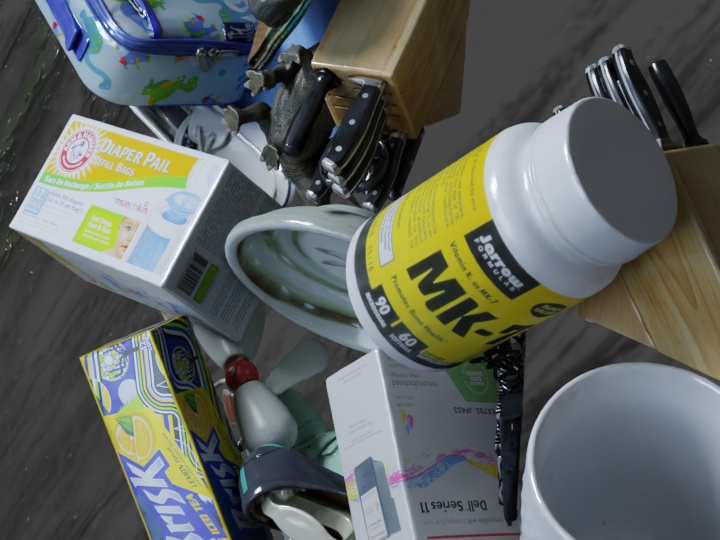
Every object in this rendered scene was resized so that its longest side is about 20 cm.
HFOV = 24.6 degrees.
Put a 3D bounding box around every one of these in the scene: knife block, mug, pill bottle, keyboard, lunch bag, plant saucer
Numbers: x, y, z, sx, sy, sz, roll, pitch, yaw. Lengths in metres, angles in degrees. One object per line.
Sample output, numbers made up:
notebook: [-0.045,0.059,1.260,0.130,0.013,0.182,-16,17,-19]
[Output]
knife block: [0.011,-0.147,1.123,0.063,0.175,0.202,12,107,23]
mug: [0.195,0.174,1.032,0.198,0.148,0.176,16,144,13]
pill bottle: [0.092,-0.021,1.024,0.200,0.114,0.115,-32,75,44]
knife block: [0.204,-0.040,1.032,0.199,0.064,0.177,27,118,41]
keyboard: [0.090,0.090,1.103,0.039,0.200,0.105,3,100,5]
lunch bag: [-0.179,-0.219,1.331,0.201,0.160,0.083,58,134,32]
plant saucer: [0.000,0.000,1.209,0.199,0.200,0.051,-5,56,48]

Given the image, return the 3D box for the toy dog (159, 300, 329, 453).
toy dog: [-0.092,0.070,1.338,0.131,0.096,0.202,-15,61,25]

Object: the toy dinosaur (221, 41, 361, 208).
toy dinosaur: [-0.039,-0.132,1.238,0.077,0.102,0.202,28,116,30]

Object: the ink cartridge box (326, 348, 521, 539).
ink cartridge box: [0.054,0.162,1.171,0.067,0.116,0.202,-31,63,44]

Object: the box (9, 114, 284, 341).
box: [-0.165,-0.037,1.311,0.199,0.101,0.113,18,75,41]

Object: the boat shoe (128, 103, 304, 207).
boat shoe: [-0.124,-0.104,1.355,0.200,0.065,0.074,36,123,36]

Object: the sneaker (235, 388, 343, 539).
sneaker: [-0.030,0.133,1.312,0.119,0.073,0.200,59,136,16]

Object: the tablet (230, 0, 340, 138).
tablet: [-0.050,-0.142,1.325,0.200,0.014,0.131,-42,68,44]

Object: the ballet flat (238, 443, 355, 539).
ballet flat: [0.000,0.192,1.219,0.199,0.073,0.073,23,124,-5]

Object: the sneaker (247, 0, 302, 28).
sneaker: [-0.057,-0.247,1.125,0.075,0.084,0.201,-47,22,47]

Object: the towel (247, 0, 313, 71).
towel: [-0.020,-0.253,1.206,0.200,0.022,0.147,-47,23,44]

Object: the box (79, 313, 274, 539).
box: [-0.134,0.141,1.237,0.070,0.064,0.202,-20,93,23]
